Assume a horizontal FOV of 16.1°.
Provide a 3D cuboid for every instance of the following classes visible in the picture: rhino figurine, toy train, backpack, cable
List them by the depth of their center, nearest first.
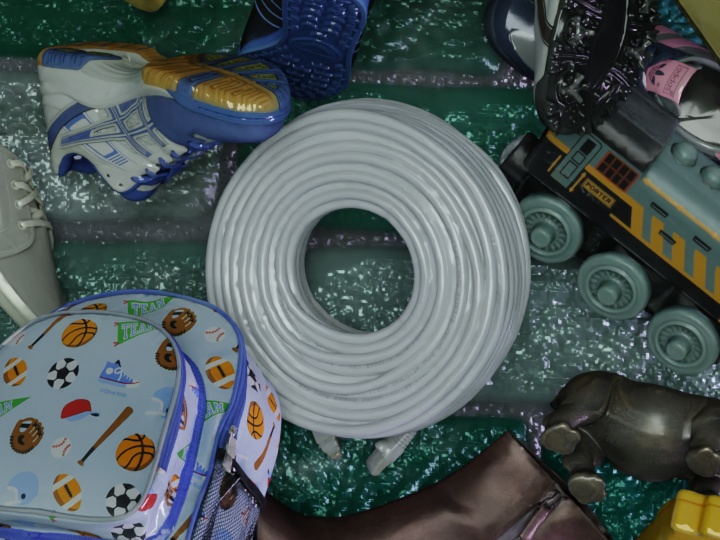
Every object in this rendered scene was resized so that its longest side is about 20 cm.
[{"bbox_3d":[-0.140,0.102,1.444,0.199,0.154,0.191,7,53,19],"label":"backpack"},{"bbox_3d":[0.176,-0.026,1.504,0.200,0.085,0.114,39,131,1],"label":"toy train"},{"bbox_3d":[0.000,0.000,1.509,0.200,0.069,0.200,-42,81,19],"label":"cable"},{"bbox_3d":[0.204,0.106,1.522,0.199,0.088,0.060,11,118,0],"label":"rhino figurine"}]

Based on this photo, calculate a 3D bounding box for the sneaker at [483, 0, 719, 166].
[{"bbox_3d":[0.168,-0.122,1.528,0.199,0.082,0.070,24,89,2],"label":"sneaker"}]

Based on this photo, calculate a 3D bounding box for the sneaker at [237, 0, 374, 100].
[{"bbox_3d":[-0.024,-0.161,1.483,0.070,0.200,0.078,18,73,-10],"label":"sneaker"}]

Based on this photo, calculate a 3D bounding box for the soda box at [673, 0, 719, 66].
[{"bbox_3d":[0.202,-0.185,1.486,0.064,0.068,0.200,-35,65,7],"label":"soda box"}]

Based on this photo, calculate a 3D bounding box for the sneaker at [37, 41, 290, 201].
[{"bbox_3d":[-0.112,-0.083,1.502,0.075,0.200,0.089,-11,106,-41],"label":"sneaker"}]

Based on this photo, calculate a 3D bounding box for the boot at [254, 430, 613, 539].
[{"bbox_3d":[0.029,0.150,1.517,0.200,0.072,0.166,42,101,-12],"label":"boot"}]

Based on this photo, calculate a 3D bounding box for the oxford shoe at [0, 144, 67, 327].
[{"bbox_3d":[-0.216,-0.034,1.536,0.058,0.075,0.200,-33,83,3],"label":"oxford shoe"}]

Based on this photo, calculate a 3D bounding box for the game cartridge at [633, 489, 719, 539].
[{"bbox_3d":[0.249,0.173,1.459,0.176,0.200,0.033,16,73,1],"label":"game cartridge"}]

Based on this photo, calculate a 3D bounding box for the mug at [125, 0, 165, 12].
[{"bbox_3d":[-0.069,-0.248,1.500,0.149,0.153,0.187,1,89,0],"label":"mug"}]

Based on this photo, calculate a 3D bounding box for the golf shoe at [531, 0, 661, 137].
[{"bbox_3d":[0.121,-0.175,1.457,0.078,0.094,0.201,16,84,-41],"label":"golf shoe"}]
